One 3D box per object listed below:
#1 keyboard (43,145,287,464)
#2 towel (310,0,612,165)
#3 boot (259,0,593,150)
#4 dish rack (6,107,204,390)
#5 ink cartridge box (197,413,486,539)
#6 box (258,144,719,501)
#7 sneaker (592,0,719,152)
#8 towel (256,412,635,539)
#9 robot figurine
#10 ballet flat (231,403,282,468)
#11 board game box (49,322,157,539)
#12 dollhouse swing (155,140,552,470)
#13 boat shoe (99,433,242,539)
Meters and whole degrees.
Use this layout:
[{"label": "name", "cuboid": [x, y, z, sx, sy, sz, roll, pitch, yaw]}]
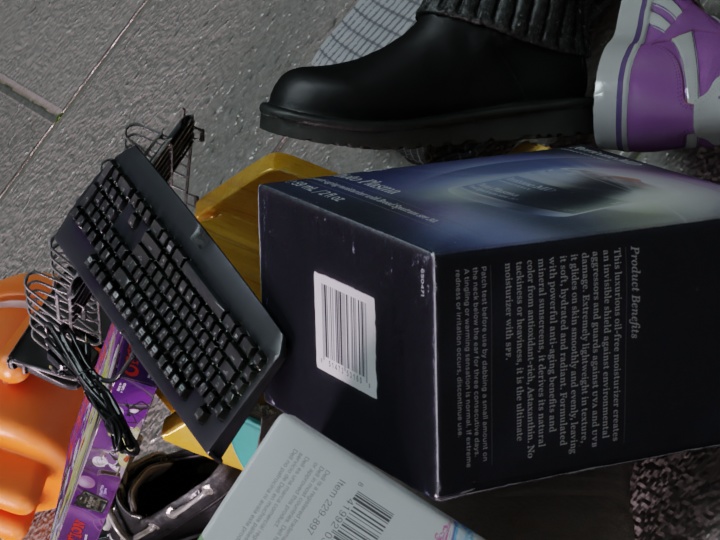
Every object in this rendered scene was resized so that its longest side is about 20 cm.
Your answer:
[{"label": "keyboard", "cuboid": [-0.115, 0.031, 1.316, 0.127, 0.021, 0.200, -57, 43, 17]}, {"label": "towel", "cuboid": [0.070, -0.163, 1.597, 0.200, 0.086, 0.166, -50, 22, -1]}, {"label": "boot", "cuboid": [0.041, -0.154, 1.463, 0.079, 0.210, 0.159, -157, 63, -75]}, {"label": "dish rack", "cuboid": [-0.151, -0.017, 1.494, 0.154, 0.054, 0.200, -60, -5, -19]}, {"label": "ink cartridge box", "cuboid": [0.013, 0.183, 1.156, 0.146, 0.199, 0.088, -57, -16, -7]}, {"label": "box", "cuboid": [0.077, 0.016, 1.228, 0.200, 0.197, 0.124, 23, 117, 61]}, {"label": "sneaker", "cuboid": [0.195, -0.111, 1.383, 0.114, 0.073, 0.201, 1, 26, 12]}, {"label": "towel", "cuboid": [0.040, 0.122, 1.259, 0.199, 0.035, 0.133, -1, 46, 8]}, {"label": "robot figurine", "cuboid": [-0.230, 0.084, 1.722, 0.116, 0.144, 0.201, -6, 48, 25]}, {"label": "ballet flat", "cuboid": [0.008, 0.131, 1.327, 0.075, 0.068, 0.200, -20, 42, -24]}, {"label": "board game box", "cuboid": [-0.145, 0.083, 1.451, 0.120, 0.032, 0.200, -78, 9, -46]}, {"label": "dollhouse swing", "cuboid": [0.000, 0.000, 1.436, 0.201, 0.181, 0.176, -84, 21, -46]}, {"label": "boat shoe", "cuboid": [-0.126, 0.144, 1.546, 0.199, 0.068, 0.074, -13, 46, 50]}]
